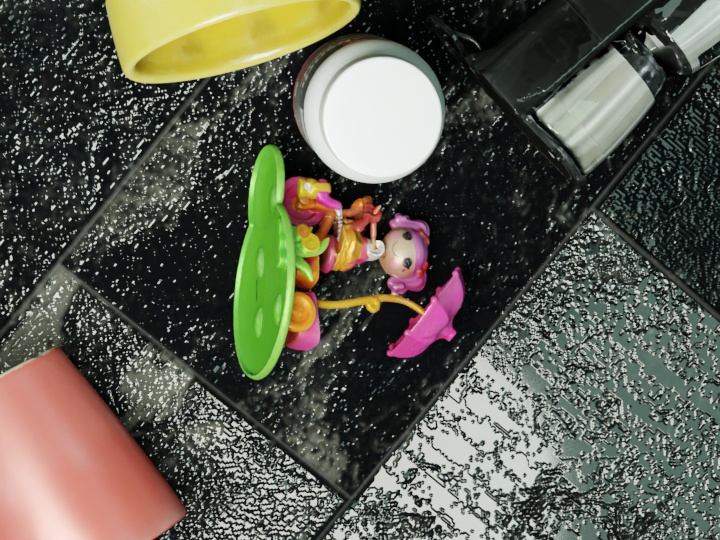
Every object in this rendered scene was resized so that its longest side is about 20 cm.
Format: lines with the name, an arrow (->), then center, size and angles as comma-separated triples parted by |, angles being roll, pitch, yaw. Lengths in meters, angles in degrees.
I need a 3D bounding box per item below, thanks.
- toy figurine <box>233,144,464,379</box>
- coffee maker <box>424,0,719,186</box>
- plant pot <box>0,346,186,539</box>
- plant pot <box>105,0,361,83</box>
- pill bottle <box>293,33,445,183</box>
toy figurine -> 0.000, 0.000, 1.757 | 0.183, 0.150, 0.201 | 6, 73, -20
coffee maker -> 0.193, -0.204, 1.723 | 0.200, 0.135, 0.192 | -43, 100, 1
plant pot -> -0.272, 0.174, 1.713 | 0.200, 0.200, 0.178 | -29, 92, -1
plant pot -> -0.120, -0.272, 1.659 | 0.200, 0.201, 0.190 | -16, 85, -3
pill bottle -> 0.008, -0.132, 1.680 | 0.115, 0.200, 0.117 | -1, 99, -6
